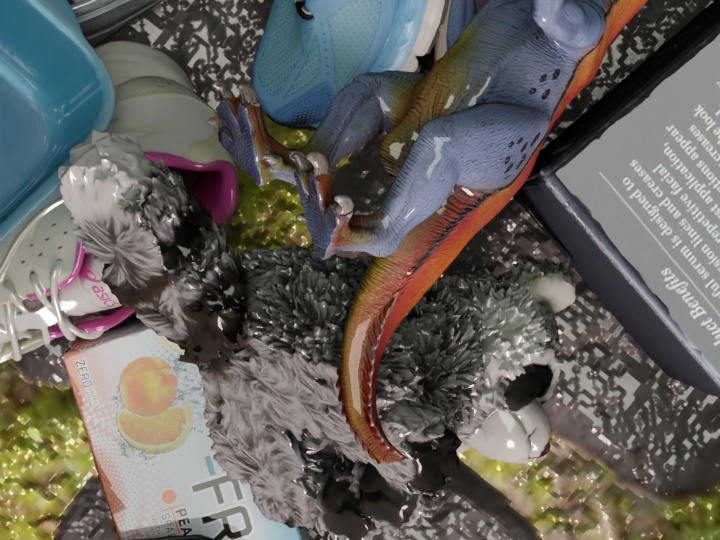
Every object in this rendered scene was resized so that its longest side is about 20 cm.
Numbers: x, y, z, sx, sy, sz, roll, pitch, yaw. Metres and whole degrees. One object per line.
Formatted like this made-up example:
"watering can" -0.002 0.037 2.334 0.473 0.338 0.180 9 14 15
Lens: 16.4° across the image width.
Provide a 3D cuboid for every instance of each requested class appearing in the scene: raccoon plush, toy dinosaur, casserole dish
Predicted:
"raccoon plush" 0.000 0.000 0.900 0.200 0.097 0.134 59 45 -20
"toy dinosaur" 0.044 -0.069 0.838 0.181 0.105 0.200 -23 121 -23
"casserole dish" -0.169 -0.045 0.854 0.121 0.200 0.039 39 134 1

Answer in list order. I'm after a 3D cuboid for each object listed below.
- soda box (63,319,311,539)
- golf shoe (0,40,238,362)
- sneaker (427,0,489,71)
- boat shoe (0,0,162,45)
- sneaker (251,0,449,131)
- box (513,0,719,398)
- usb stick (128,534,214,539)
"soda box" -0.051 0.113 0.954 0.068 0.064 0.200 -17 93 -1
"golf shoe" -0.129 0.000 0.922 0.200 0.092 0.075 -44 134 -5
"sneaker" 0.084 -0.136 0.945 0.106 0.075 0.200 7 90 -1
"boat shoe" -0.056 -0.150 0.942 0.201 0.072 0.070 -37 92 0
"sneaker" -0.013 -0.138 0.886 0.090 0.078 0.200 -5 130 -28
"box" 0.166 -0.058 0.913 0.200 0.148 0.107 -40 92 0
"usb stick" -0.134 0.132 0.930 0.200 0.033 0.056 -8 86 25
